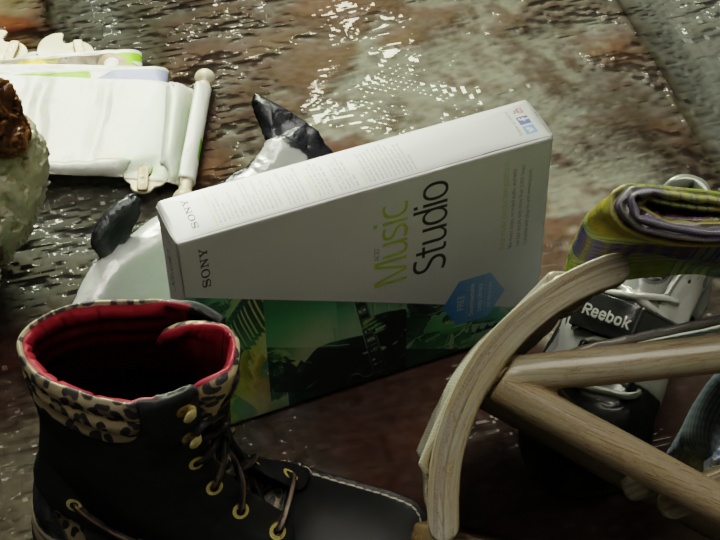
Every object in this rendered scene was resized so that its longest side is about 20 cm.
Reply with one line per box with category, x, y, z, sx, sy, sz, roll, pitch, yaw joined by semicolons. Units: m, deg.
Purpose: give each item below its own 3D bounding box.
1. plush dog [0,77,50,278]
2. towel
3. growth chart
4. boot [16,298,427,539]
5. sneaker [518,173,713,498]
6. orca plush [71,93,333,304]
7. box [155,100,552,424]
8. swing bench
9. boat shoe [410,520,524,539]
plush dog;-0.230;-0.020;0.866;0.160;0.200;0.172;39;62;-9
towel;0.161;-0.007;0.672;0.143;0.200;0.023;5;84;1
growth chart;-0.189;-0.100;1.024;0.200;0.018;0.145;6;46;6
boot;-0.063;0.088;0.751;0.200;0.151;0.073;9;47;7
sneaker;0.137;0.026;0.854;0.074;0.089;0.200;18;51;15
orca plush;-0.106;-0.013;0.902;0.071;0.105;0.200;1;59;58
box;0.000;0.000;0.839;0.200;0.144;0.036;-16;47;-14
swing bench;0.129;0.065;0.705;0.200;0.199;0.130;11;86;2
boat shoe;0.116;0.166;0.742;0.200;0.071;0.065;12;82;5
